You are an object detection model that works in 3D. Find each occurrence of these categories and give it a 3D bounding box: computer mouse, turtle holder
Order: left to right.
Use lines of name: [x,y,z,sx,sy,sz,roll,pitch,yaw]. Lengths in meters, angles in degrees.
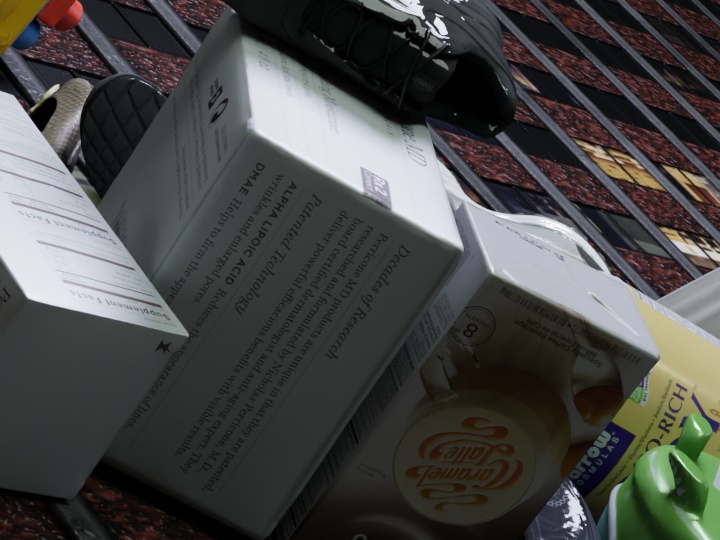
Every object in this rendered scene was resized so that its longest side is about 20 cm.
computer mouse: [0.107,0.152,1.504,0.052,0.139,0.200,6,34,-5]
turtle holder: [0.195,0.185,1.553,0.141,0.132,0.186,27,22,-26]

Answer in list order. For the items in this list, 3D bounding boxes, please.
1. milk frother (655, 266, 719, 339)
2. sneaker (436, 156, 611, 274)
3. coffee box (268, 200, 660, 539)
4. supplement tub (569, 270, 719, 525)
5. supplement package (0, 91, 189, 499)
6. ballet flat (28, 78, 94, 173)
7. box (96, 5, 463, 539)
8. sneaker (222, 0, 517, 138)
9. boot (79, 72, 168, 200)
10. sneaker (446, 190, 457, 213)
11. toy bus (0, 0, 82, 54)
milk frother: [0.282,0.083,1.821,0.181,0.188,0.200,61,3,-14]
sneaker: [0.076,-0.009,1.816,0.199,0.074,0.079,28,29,-4]
coffee box: [0.049,0.080,1.446,0.114,0.200,0.080,26,22,-23]
supplement tub: [0.160,0.090,1.695,0.199,0.146,0.146,30,20,-15]
supplement package: [-0.195,0.001,1.354,0.109,0.114,0.200,16,27,-47]
ballet flat: [-0.190,-0.065,1.604,0.046,0.068,0.200,22,27,-10]
box: [-0.060,-0.003,1.456,0.130,0.200,0.199,29,18,-18]
sneaker: [0.009,-0.131,1.471,0.199,0.076,0.091,19,28,-31]
boot: [-0.121,-0.062,1.652,0.200,0.070,0.132,58,0,-39]
sneaker: [0.000,0.000,1.618,0.074,0.201,0.118,-28,53,-25]
toy bus: [-0.266,-0.216,1.737,0.200,0.136,0.192,41,2,40]
